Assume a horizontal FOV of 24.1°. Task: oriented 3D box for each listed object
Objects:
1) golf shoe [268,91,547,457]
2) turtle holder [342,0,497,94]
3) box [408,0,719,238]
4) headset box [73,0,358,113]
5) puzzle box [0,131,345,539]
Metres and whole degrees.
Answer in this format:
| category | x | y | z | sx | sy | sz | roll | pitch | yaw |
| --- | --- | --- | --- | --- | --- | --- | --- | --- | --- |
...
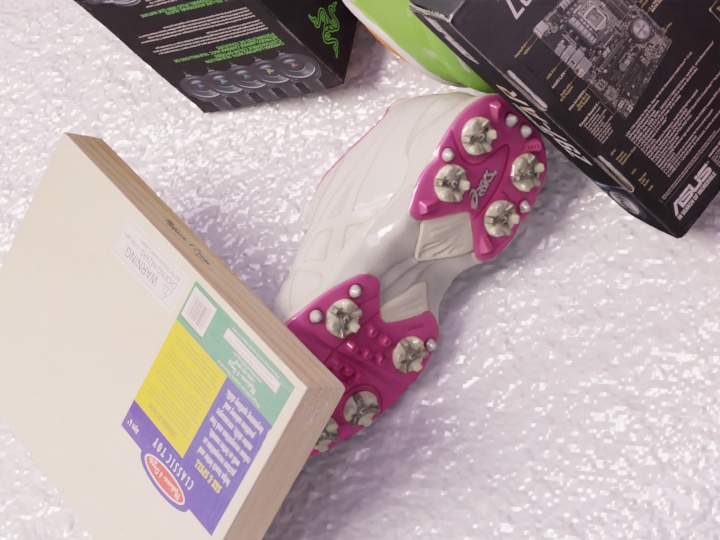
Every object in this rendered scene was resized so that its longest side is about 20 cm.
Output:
| category | x | y | z | sx | sy | sz | roll | pitch | yaw |
| --- | --- | --- | --- | --- | --- | --- | --- | --- | --- |
| golf shoe | 0.000 | 0.000 | 0.771 | 0.200 | 0.075 | 0.091 | -50 | 36 | -8 |
| turtle holder | 0.051 | -0.178 | 0.778 | 0.141 | 0.186 | 0.132 | -27 | 34 | -34 |
| box | 0.140 | -0.138 | 0.716 | 0.200 | 0.160 | 0.044 | -53 | 30 | 0 |
| headset box | -0.075 | -0.197 | 0.822 | 0.093 | 0.200 | 0.174 | -7 | 58 | 33 |
| puzzle box | -0.100 | 0.046 | 0.749 | 0.200 | 0.025 | 0.133 | 44 | 114 | 35 |
